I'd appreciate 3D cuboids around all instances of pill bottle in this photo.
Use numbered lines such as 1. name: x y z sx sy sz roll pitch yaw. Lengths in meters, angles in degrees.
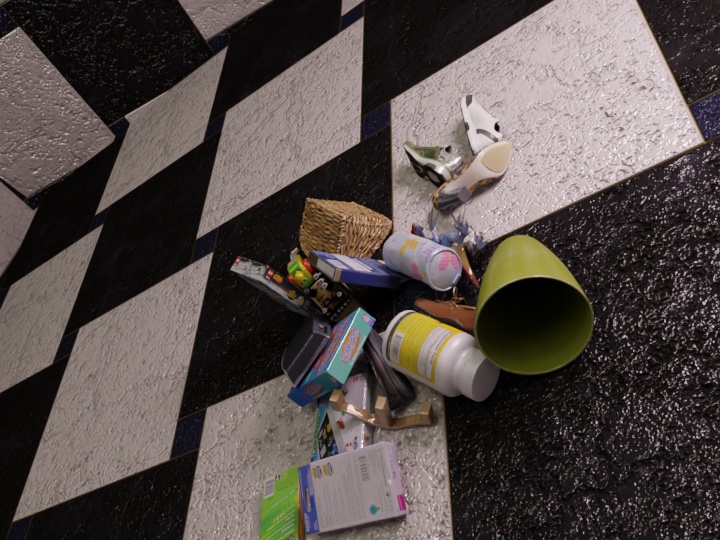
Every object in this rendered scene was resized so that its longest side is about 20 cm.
1. pill bottle: 0.141 0.152 1.208 0.198 0.111 0.112 22 73 43

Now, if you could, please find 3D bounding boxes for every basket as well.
1. basket: -0.038 -0.078 1.639 0.199 0.146 0.146 29 111 52

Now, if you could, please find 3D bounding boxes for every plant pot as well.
1. plant pot: 0.275 0.034 1.154 0.185 0.188 0.202 -30 26 21

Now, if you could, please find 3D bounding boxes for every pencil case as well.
1. pencil case: 0.120 -0.019 1.379 0.083 0.091 0.199 -43 25 -11

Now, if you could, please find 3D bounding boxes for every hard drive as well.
1. hard drive: -0.114 0.155 1.429 0.136 0.042 0.200 -55 9 4

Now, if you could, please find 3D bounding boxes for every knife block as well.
1. knife block: -0.074 0.041 1.473 0.064 0.175 0.200 -44 37 2

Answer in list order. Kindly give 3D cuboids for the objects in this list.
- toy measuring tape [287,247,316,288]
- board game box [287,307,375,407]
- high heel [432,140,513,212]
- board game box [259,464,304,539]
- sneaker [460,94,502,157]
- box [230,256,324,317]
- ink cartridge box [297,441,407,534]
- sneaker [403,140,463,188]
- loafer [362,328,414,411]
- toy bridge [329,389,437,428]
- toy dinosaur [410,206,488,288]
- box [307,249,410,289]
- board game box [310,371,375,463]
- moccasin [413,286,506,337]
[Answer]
1. toy measuring tape: -0.143 -0.002 1.694 0.073 0.074 0.200 -42 15 7
2. board game box: -0.060 0.175 1.365 0.200 0.045 0.154 -39 18 54
3. high heel: 0.236 -0.207 1.490 0.200 0.072 0.142 -45 12 -19
4. board game box: -0.146 0.472 1.287 0.094 0.030 0.203 -29 38 25
5. sneaker: 0.273 -0.326 1.554 0.078 0.074 0.203 -18 49 13
6. box: -0.182 0.043 1.559 0.135 0.199 0.040 15 72 49
7. ink cartridge box: -0.019 0.379 1.199 0.197 0.042 0.122 -22 68 27
8. sneaker: 0.171 -0.258 1.596 0.088 0.078 0.200 -36 42 -7
9. loafer: 0.035 0.185 1.328 0.063 0.072 0.201 -45 40 9
10. toy bridge: 0.043 0.257 1.248 0.195 0.068 0.028 4 45 22
11. toy dinosaur: 0.163 -0.055 1.402 0.180 0.103 0.205 -23 51 56
12. box: 0.000 0.000 1.446 0.121 0.196 0.033 33 112 52
13. board game box: -0.034 0.302 1.318 0.124 0.035 0.203 -23 44 30
14. moccasin: 0.179 0.081 1.273 0.199 0.074 0.078 10 55 52
